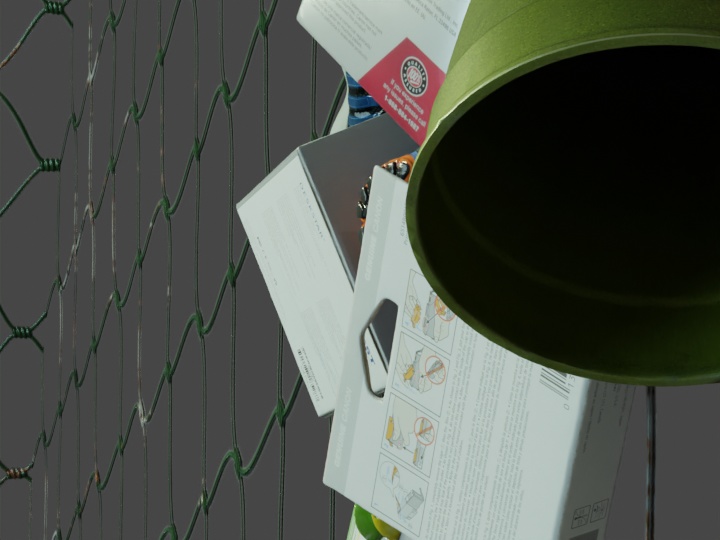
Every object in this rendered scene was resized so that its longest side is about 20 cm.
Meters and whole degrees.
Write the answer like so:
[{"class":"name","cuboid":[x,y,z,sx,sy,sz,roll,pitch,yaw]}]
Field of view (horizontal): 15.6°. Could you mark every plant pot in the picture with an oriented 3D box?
[{"class":"plant pot","cuboid":[0.124,-0.091,1.076,0.201,0.199,0.194,108,171,-49]}]

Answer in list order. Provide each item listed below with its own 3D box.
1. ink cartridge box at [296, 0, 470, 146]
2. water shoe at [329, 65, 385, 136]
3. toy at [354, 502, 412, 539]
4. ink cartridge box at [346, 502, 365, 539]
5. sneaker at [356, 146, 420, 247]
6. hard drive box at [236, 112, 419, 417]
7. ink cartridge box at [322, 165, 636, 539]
[{"class":"ink cartridge box","cuboid":[0.062,-0.178,1.362,0.148,0.085,0.201,50,128,40]},{"class":"water shoe","cuboid":[0.028,-0.110,1.715,0.200,0.071,0.079,97,149,-51]},{"class":"toy","cuboid":[0.069,0.126,1.486,0.200,0.047,0.116,-17,87,53]},{"class":"ink cartridge box","cuboid":[0.028,0.232,1.690,0.200,0.048,0.146,-102,19,-51]},{"class":"sneaker","cuboid":[0.074,-0.061,1.482,0.200,0.078,0.076,-37,63,51]},{"class":"hard drive box","cuboid":[0.000,0.000,1.659,0.157,0.076,0.200,68,165,2]},{"class":"ink cartridge box","cuboid":[0.065,0.063,1.396,0.176,0.045,0.201,33,123,41]}]
